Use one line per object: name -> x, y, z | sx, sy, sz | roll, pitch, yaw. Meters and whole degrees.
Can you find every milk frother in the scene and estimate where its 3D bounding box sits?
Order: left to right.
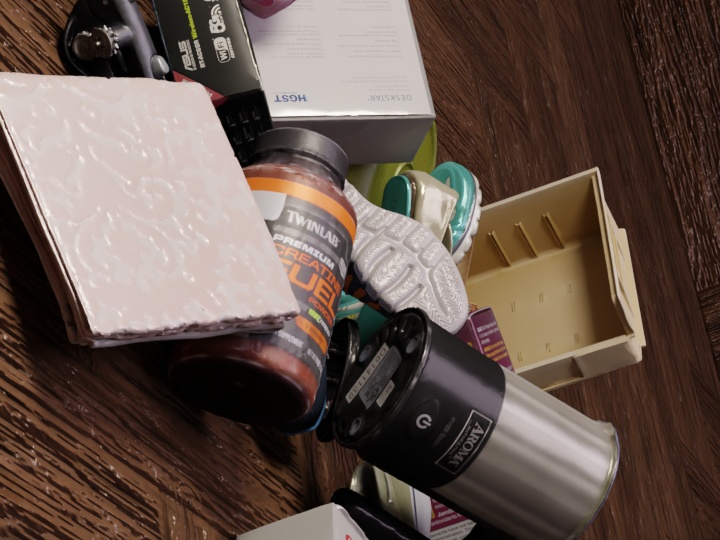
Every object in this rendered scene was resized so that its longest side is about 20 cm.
milk frother -> 0.066, 0.119, 1.630 | 0.188, 0.181, 0.200 | 32, 27, -21

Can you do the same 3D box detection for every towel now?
towel -> -0.142, -0.041, 1.352 | 0.200, 0.032, 0.191 | -3, 63, -51

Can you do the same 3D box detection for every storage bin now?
storage bin -> 0.170, 0.025, 2.122 | 0.199, 0.200, 0.094 | -93, 158, -46

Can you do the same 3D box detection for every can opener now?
can opener -> -0.152, -0.111, 1.492 | 0.079, 0.063, 0.200 | -26, 97, -58

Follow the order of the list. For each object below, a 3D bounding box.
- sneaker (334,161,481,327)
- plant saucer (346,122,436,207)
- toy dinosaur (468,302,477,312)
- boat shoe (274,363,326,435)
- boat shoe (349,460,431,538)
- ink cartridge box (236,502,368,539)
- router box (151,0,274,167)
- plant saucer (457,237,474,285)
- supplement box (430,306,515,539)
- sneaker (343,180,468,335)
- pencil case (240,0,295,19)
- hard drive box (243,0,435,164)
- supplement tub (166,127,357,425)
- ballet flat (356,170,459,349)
sneaker -> 0.031, -0.021, 1.800 | 0.200, 0.077, 0.080 | -51, 131, -21
plant saucer -> 0.024, -0.074, 1.879 | 0.200, 0.031, 0.200 | -51, 150, -45
toy dinosaur -> 0.102, 0.121, 1.958 | 0.136, 0.102, 0.200 | -90, 156, -46
boat shoe -> -0.060, 0.021, 1.594 | 0.069, 0.084, 0.200 | 51, 20, -77
boat shoe -> 0.018, 0.234, 1.659 | 0.062, 0.072, 0.200 | 32, 30, -25
ink cartridge box -> -0.019, 0.282, 1.425 | 0.200, 0.083, 0.145 | -92, 156, -46
router box -> -0.111, -0.162, 1.583 | 0.200, 0.062, 0.150 | 80, -5, -74
plant saucer -> 0.064, 0.015, 1.960 | 0.200, 0.035, 0.200 | 14, 90, -78
supplement box -> 0.078, 0.147, 1.812 | 0.103, 0.131, 0.200 | -12, 83, -75
sneaker -> 0.000, 0.000, 1.694 | 0.200, 0.078, 0.112 | 43, -31, 16
pencil case -> -0.123, -0.285, 1.661 | 0.200, 0.087, 0.087 | 38, 32, -30
hard drive box -> -0.037, -0.192, 1.777 | 0.077, 0.156, 0.200 | 118, -34, -57
supplement tub -> -0.063, 0.000, 1.482 | 0.107, 0.107, 0.200 | 50, 45, -48
ballet flat -> 0.040, 0.018, 1.743 | 0.069, 0.069, 0.200 | 26, 76, -67
